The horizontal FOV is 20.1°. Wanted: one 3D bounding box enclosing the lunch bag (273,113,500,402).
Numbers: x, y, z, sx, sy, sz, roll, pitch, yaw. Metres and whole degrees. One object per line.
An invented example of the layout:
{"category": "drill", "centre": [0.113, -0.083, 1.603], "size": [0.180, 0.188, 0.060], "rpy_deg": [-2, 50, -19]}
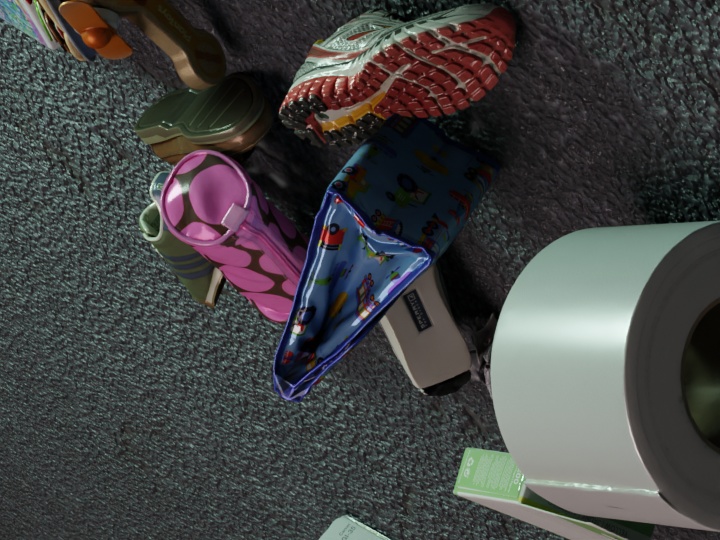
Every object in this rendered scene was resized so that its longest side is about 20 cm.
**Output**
{"category": "lunch bag", "centre": [0.000, 0.000, 1.508], "size": [0.094, 0.151, 0.200], "rpy_deg": [34, 127, 3]}

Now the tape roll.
{"category": "tape roll", "centre": [0.206, 0.069, 1.354], "size": [0.139, 0.203, 0.203], "rpy_deg": [-3, 129, 55]}

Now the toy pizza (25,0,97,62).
{"category": "toy pizza", "centre": [-0.264, -0.253, 1.611], "size": [0.200, 0.032, 0.201], "rpy_deg": [-26, -90, -88]}

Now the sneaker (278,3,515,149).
{"category": "sneaker", "centre": [0.024, -0.154, 1.419], "size": [0.199, 0.083, 0.078], "rpy_deg": [-13, 141, 40]}

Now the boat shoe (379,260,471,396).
{"category": "boat shoe", "centre": [0.027, 0.002, 1.661], "size": [0.093, 0.074, 0.201], "rpy_deg": [-136, 26, -71]}

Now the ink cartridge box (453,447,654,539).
{"category": "ink cartridge box", "centre": [0.188, 0.197, 1.670], "size": [0.145, 0.048, 0.200], "rpy_deg": [25, 168, -28]}

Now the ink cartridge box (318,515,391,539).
{"category": "ink cartridge box", "centre": [-0.012, 0.388, 2.215], "size": [0.082, 0.147, 0.201], "rpy_deg": [24, 149, 31]}

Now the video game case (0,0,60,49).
{"category": "video game case", "centre": [-0.338, -0.294, 1.738], "size": [0.182, 0.024, 0.201], "rpy_deg": [33, 155, 50]}

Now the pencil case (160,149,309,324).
{"category": "pencil case", "centre": [-0.087, -0.023, 1.689], "size": [0.094, 0.091, 0.200], "rpy_deg": [46, -178, 32]}

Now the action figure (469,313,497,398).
{"category": "action figure", "centre": [0.148, 0.107, 1.650], "size": [0.199, 0.069, 0.130], "rpy_deg": [26, 162, 40]}

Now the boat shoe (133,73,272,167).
{"category": "boat shoe", "centre": [-0.116, -0.115, 1.696], "size": [0.068, 0.072, 0.200], "rpy_deg": [48, 164, -22]}

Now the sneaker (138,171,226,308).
{"category": "sneaker", "centre": [-0.155, -0.035, 1.832], "size": [0.089, 0.067, 0.200], "rpy_deg": [22, 157, 0]}

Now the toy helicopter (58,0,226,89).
{"category": "toy helicopter", "centre": [-0.176, -0.206, 1.573], "size": [0.079, 0.133, 0.200], "rpy_deg": [-19, 131, 35]}
